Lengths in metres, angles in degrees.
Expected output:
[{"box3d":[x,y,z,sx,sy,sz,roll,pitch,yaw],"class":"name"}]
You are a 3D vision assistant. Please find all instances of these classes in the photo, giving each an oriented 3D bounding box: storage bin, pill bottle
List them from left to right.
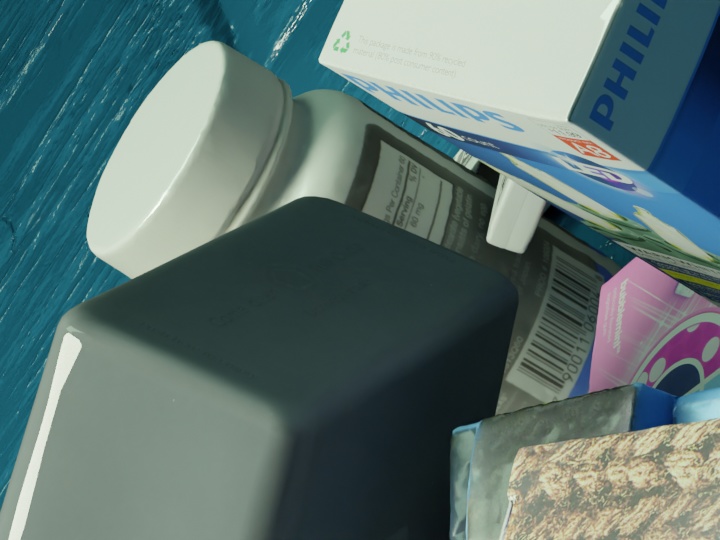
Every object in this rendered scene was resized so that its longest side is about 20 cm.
[{"box3d":[-0.024,0.069,0.840,0.200,0.145,0.135,-30,-41,-59],"class":"storage bin"},{"box3d":[0.000,0.000,1.112,0.114,0.199,0.114,-48,23,28],"class":"pill bottle"}]

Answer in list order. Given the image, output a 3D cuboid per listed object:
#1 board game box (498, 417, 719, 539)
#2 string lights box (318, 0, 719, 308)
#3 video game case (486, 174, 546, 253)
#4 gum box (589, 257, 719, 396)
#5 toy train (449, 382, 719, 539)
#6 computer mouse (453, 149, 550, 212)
[{"box3d":[0.111,0.151,0.627,0.096,0.200,0.160,-12,49,43],"class":"board game box"},{"box3d":[0.096,-0.035,0.782,0.102,0.199,0.059,18,82,49],"class":"string lights box"},{"box3d":[0.089,-0.120,1.083,0.201,0.018,0.144,-75,3,-51],"class":"video game case"},{"box3d":[0.128,0.065,0.916,0.113,0.066,0.201,-42,27,42],"class":"gum box"},{"box3d":[0.120,0.069,0.738,0.199,0.114,0.087,-15,67,39],"class":"toy train"},{"box3d":[0.087,-0.071,1.226,0.200,0.044,0.110,-53,6,22],"class":"computer mouse"}]
